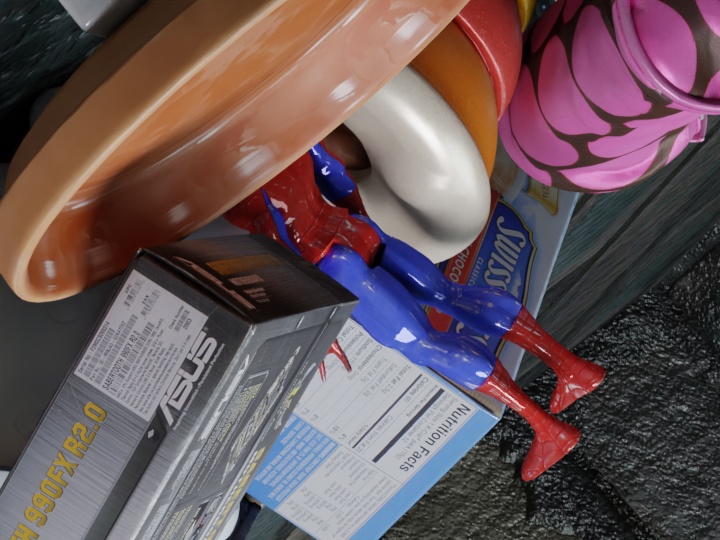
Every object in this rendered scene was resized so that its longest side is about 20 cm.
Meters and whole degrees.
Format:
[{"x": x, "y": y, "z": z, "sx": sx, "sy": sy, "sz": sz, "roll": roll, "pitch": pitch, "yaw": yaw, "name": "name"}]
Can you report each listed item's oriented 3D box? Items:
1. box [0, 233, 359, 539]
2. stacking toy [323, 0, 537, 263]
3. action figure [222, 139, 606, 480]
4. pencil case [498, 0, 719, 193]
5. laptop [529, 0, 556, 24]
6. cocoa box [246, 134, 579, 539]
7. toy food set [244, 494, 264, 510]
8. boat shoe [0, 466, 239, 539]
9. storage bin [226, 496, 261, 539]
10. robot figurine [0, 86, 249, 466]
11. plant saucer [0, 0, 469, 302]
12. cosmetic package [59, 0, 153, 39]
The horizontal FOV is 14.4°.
[{"x": -0.083, "y": 0.084, "z": 0.977, "sx": 0.201, "sy": 0.048, "sz": 0.158, "roll": -60, "pitch": 172, "yaw": 9, "name": "box"}, {"x": 0.024, "y": -0.114, "z": 1.157, "sx": 0.200, "sy": 0.146, "sz": 0.146, "roll": -57, "pitch": -179, "yaw": -29, "name": "stacking toy"}, {"x": 0.000, "y": 0.000, "z": 1.078, "sx": 0.052, "sy": 0.200, "sz": 0.066, "roll": -38, "pitch": -164, "yaw": 46, "name": "action figure"}, {"x": 0.118, "y": -0.085, "z": 1.125, "sx": 0.200, "sy": 0.093, "sz": 0.091, "roll": 147, "pitch": -40, "yaw": -79, "name": "pencil case"}, {"x": 0.142, "y": -0.186, "z": 1.281, "sx": 0.103, "sy": 0.201, "sz": 0.177, "roll": 4, "pitch": -151, "yaw": 45, "name": "laptop"}, {"x": 0.004, "y": 0.006, "z": 1.328, "sx": 0.133, "sy": 0.131, "sz": 0.200, "roll": -48, "pitch": -168, "yaw": 40, "name": "cocoa box"}, {"x": -0.053, "y": 0.044, "z": 1.418, "sx": 0.200, "sy": 0.143, "sz": 0.061, "roll": -33, "pitch": 159, "yaw": -46, "name": "toy food set"}, {"x": -0.154, "y": 0.111, "z": 1.171, "sx": 0.071, "sy": 0.199, "sz": 0.091, "roll": -103, "pitch": -156, "yaw": -68, "name": "boat shoe"}, {"x": -0.142, "y": 0.177, "z": 1.300, "sx": 0.200, "sy": 0.093, "sz": 0.135, "roll": -57, "pitch": -178, "yaw": 29, "name": "storage bin"}, {"x": -0.103, "y": 0.015, "z": 1.092, "sx": 0.113, "sy": 0.171, "sz": 0.199, "roll": 8, "pitch": -173, "yaw": 38, "name": "robot figurine"}, {"x": -0.033, "y": -0.064, "z": 0.865, "sx": 0.200, "sy": 0.032, "sz": 0.200, "roll": -39, "pitch": 172, "yaw": -6, "name": "plant saucer"}, {"x": -0.042, "y": -0.122, "z": 0.876, "sx": 0.101, "sy": 0.071, "sz": 0.200, "roll": -40, "pitch": 172, "yaw": 7, "name": "cosmetic package"}]
